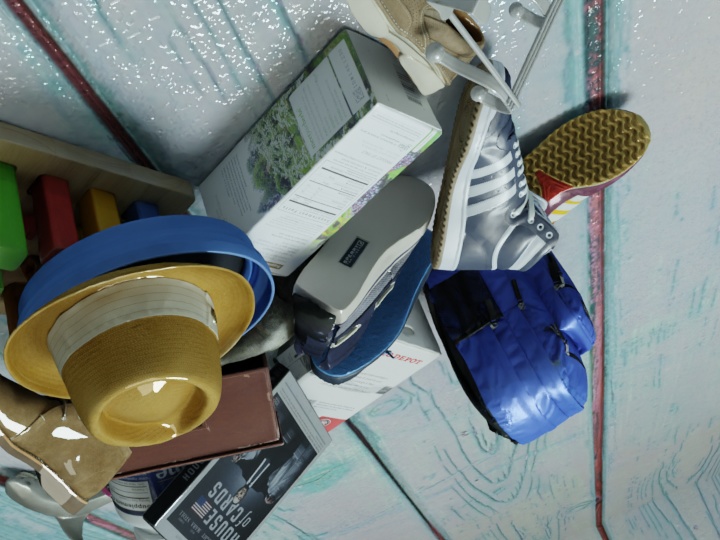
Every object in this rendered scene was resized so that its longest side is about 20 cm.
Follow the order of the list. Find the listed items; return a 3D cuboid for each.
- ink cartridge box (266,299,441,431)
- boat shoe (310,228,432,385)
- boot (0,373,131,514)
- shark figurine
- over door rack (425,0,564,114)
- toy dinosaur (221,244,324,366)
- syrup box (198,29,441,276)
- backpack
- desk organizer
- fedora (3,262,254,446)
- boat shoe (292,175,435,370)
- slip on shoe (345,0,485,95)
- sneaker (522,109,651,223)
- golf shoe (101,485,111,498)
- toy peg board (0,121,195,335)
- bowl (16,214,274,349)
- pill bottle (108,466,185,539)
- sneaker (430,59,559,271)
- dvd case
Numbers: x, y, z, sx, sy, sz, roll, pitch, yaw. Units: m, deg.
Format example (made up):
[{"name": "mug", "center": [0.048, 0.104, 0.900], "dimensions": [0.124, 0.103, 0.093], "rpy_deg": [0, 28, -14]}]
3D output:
[{"name": "ink cartridge box", "center": [-0.030, 0.100, 1.038], "dimensions": [0.199, 0.084, 0.146], "rpy_deg": [-37, 146, 25]}, {"name": "boat shoe", "center": [0.020, 0.042, 0.901], "dimensions": [0.200, 0.084, 0.069], "rpy_deg": [-46, 169, -31]}, {"name": "boot", "center": [-0.256, 0.114, 0.730], "dimensions": [0.075, 0.074, 0.201], "rpy_deg": [-37, 136, -10]}, {"name": "shark figurine", "center": [-0.338, 0.295, 1.153], "dimensions": [0.211, 0.091, 0.129], "rpy_deg": [-3, 147, -26]}, {"name": "over door rack", "center": [0.092, -0.199, 0.572], "dimensions": [0.150, 0.066, 0.200], "rpy_deg": [-65, 163, 0]}, {"name": "toy dinosaur", "center": [-0.084, 0.024, 0.832], "dimensions": [0.101, 0.201, 0.078], "rpy_deg": [23, 136, 9]}, {"name": "syrup box", "center": [-0.038, -0.087, 0.736], "dimensions": [0.081, 0.080, 0.200], "rpy_deg": [13, 136, -45]}, {"name": "backpack", "center": [0.178, 0.079, 1.024], "dimensions": [0.166, 0.202, 0.162], "rpy_deg": [-31, 148, 17]}, {"name": "desk organizer", "center": [-0.176, 0.131, 0.839], "dimensions": [0.196, 0.072, 0.078], "rpy_deg": [-10, 107, -7]}, {"name": "fedora", "center": [-0.155, 0.073, 0.659], "dimensions": [0.198, 0.083, 0.201], "rpy_deg": [-19, 155, -9]}, {"name": "boat shoe", "center": [0.000, 0.000, 0.830], "dimensions": [0.200, 0.074, 0.094], "rpy_deg": [-47, 159, -37]}, {"name": "slip on shoe", "center": [0.033, -0.187, 0.624], "dimensions": [0.060, 0.077, 0.200], "rpy_deg": [-24, 154, 17]}, {"name": "sneaker", "center": [0.193, -0.090, 0.906], "dimensions": [0.198, 0.076, 0.090], "rpy_deg": [-30, 170, 8]}, {"name": "golf shoe", "center": [-0.234, 0.172, 1.055], "dimensions": [0.200, 0.072, 0.092], "rpy_deg": [-48, -177, 22]}, {"name": "toy peg board", "center": [-0.257, 0.004, 0.722], "dimensions": [0.199, 0.099, 0.198], "rpy_deg": [-40, 145, 29]}, {"name": "bowl", "center": [-0.165, 0.026, 0.706], "dimensions": [0.198, 0.040, 0.201], "rpy_deg": [-19, 155, -9]}, {"name": "pill bottle", "center": [-0.211, 0.195, 0.951], "dimensions": [0.109, 0.111, 0.203], "rpy_deg": [-13, 111, -14]}, {"name": "sneaker", "center": [0.130, -0.084, 0.799], "dimensions": [0.106, 0.071, 0.202], "rpy_deg": [7, 125, -5]}, {"name": "dvd case", "center": [-0.121, 0.213, 0.949], "dimensions": [0.200, 0.025, 0.151], "rpy_deg": [-49, 143, -20]}]
